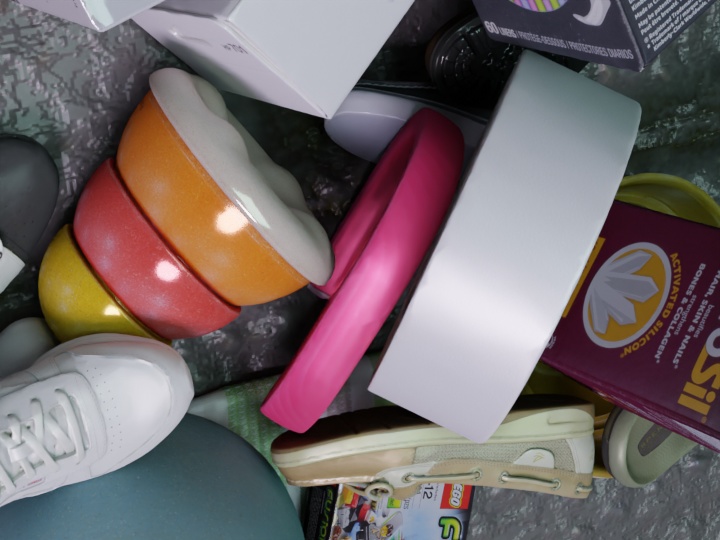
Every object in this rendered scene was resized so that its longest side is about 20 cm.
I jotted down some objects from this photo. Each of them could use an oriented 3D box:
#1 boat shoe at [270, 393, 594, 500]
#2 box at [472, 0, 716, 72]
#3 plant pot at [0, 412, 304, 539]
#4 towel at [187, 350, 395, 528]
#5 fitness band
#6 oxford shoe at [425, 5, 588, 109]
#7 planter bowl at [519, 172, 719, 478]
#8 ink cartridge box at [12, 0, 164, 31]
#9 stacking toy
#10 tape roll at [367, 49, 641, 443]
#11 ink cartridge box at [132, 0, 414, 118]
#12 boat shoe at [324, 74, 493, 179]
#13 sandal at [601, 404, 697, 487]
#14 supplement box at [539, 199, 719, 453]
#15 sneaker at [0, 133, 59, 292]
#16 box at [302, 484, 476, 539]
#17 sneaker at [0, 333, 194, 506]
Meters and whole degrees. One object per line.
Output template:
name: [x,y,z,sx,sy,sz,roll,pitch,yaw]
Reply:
boat shoe: [0.046,0.113,0.827,0.198,0.073,0.064,-4,94,-20]
box: [0.093,-0.210,0.652,0.106,0.122,0.201,-40,122,-17]
plant pot: [-0.113,0.193,0.766,0.198,0.135,0.203,-3,103,-15]
towel: [-0.039,0.137,0.884,0.198,0.031,0.151,-13,109,-27]
fitness band: [0.000,0.000,0.794,0.037,0.144,0.201,28,114,-6]
oxford shoe: [0.101,-0.153,0.866,0.199,0.084,0.073,-26,131,-38]
planter bowl: [0.159,0.030,0.943,0.198,0.083,0.203,-7,104,-28]
ink cartridge box: [-0.114,-0.191,0.665,0.145,0.200,0.085,-32,119,-19]
stacking toy: [-0.125,0.002,0.768,0.200,0.146,0.146,-40,120,5]
tape roll: [0.075,-0.012,0.754,0.070,0.202,0.204,24,89,1]
ink cartridge box: [-0.020,-0.192,0.749,0.086,0.146,0.201,38,82,-33]
boat shoe: [0.069,-0.098,0.875,0.198,0.070,0.067,8,70,-22]
sandal: [0.241,0.070,0.917,0.201,0.057,0.080,-46,120,-14]
supplement box: [0.201,0.039,0.802,0.085,0.199,0.111,29,87,-31]
sneaker: [-0.222,0.013,0.716,0.200,0.088,0.074,-48,118,-14]
box: [0.008,0.215,0.897,0.109,0.035,0.203,6,97,-34]
sneaker: [-0.176,0.094,0.695,0.198,0.100,0.076,-19,107,-6]
